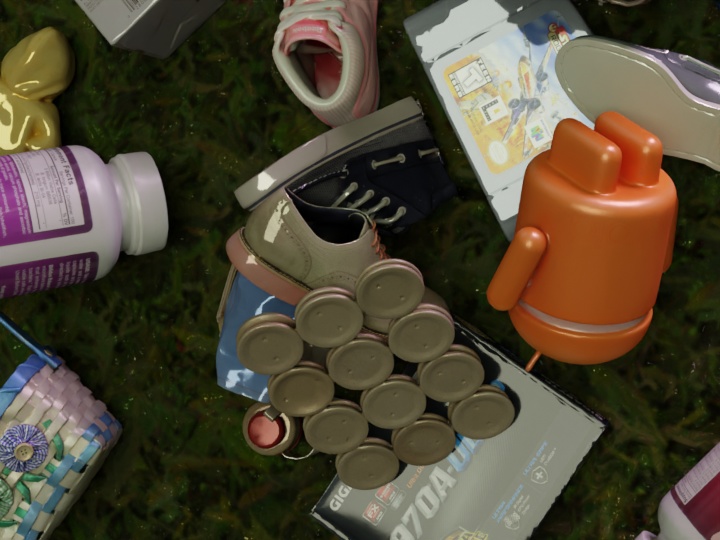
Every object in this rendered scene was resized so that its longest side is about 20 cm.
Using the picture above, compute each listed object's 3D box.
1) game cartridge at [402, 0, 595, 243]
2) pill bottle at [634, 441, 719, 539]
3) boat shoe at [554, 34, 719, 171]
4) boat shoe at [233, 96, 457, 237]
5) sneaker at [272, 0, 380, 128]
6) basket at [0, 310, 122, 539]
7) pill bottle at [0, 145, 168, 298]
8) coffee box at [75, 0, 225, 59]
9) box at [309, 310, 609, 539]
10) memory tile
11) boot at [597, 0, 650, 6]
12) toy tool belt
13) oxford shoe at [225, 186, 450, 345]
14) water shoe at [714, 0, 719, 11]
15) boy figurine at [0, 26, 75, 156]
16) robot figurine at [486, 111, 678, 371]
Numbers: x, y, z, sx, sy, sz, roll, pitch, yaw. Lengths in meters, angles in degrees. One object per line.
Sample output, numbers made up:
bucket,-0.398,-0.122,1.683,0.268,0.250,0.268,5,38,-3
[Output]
game cartridge,0.133,-0.140,1.277,0.133,0.042,0.201,-28,84,17
pill bottle,0.292,0.180,1.205,0.110,0.110,0.200,45,100,9
boat shoe,0.243,-0.129,1.228,0.199,0.062,0.073,24,128,6
boat shoe,-0.003,-0.062,1.239,0.075,0.200,0.093,-29,90,49
sneaker,-0.029,-0.214,1.281,0.075,0.105,0.202,-8,88,15
basket,-0.311,0.125,1.337,0.199,0.139,0.177,34,98,2
pill bottle,-0.261,-0.040,1.301,0.199,0.112,0.113,-11,88,-22
coffee box,-0.214,-0.276,1.320,0.080,0.114,0.200,-41,81,11
box,0.079,0.157,1.289,0.159,0.046,0.201,35,99,11
memory tile,0.012,0.081,1.208,0.153,0.017,0.200,-27,128,14
boot,0.146,-0.253,1.211,0.199,0.146,0.071,14,120,11
toy tool belt,-0.066,0.056,1.284,0.124,0.123,0.201,16,95,14
oxford shoe,0.000,0.000,1.198,0.074,0.199,0.071,-51,39,22
water shoe,0.294,-0.216,1.213,0.071,0.079,0.200,-42,82,11
boy figurine,-0.305,-0.116,1.370,0.124,0.064,0.201,24,96,11
robot figurine,0.169,-0.015,1.211,0.116,0.144,0.201,14,120,16
